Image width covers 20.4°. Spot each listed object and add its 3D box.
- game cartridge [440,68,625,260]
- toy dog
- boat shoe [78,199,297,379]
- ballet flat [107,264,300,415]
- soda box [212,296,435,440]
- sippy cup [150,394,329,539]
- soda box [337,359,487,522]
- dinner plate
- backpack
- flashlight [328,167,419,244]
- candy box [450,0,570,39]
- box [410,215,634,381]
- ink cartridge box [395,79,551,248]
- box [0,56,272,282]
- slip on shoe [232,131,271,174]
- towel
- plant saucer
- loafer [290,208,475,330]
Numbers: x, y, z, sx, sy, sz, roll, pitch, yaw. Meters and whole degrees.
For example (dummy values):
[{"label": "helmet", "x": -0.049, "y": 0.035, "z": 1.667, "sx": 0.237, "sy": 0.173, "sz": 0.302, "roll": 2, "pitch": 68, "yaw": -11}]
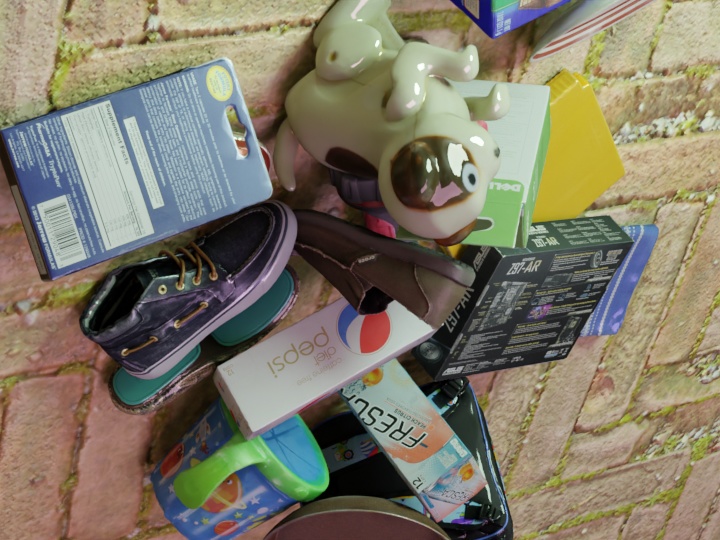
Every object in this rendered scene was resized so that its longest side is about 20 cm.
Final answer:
[{"label": "game cartridge", "x": 0.155, "y": -0.084, "z": 1.919, "sx": 0.200, "sy": 0.032, "sz": 0.177, "roll": -41, "pitch": 144, "yaw": -6}, {"label": "toy dog", "x": 0.031, "y": -0.113, "z": 1.625, "sx": 0.193, "sy": 0.200, "sz": 0.140, "roll": -36, "pitch": 143, "yaw": -8}, {"label": "boat shoe", "x": -0.144, "y": 0.006, "z": 1.695, "sx": 0.200, "sy": 0.071, "sz": 0.091, "roll": -45, "pitch": 143, "yaw": 3}, {"label": "ballet flat", "x": -0.135, "y": 0.060, "z": 1.777, "sx": 0.199, "sy": 0.068, "sz": 0.075, "roll": -36, "pitch": 166, "yaw": 2}, {"label": "soda box", "x": -0.029, "y": 0.071, "z": 1.772, "sx": 0.199, "sy": 0.068, "sz": 0.064, "roll": -29, "pitch": 173, "yaw": -13}, {"label": "sippy cup", "x": -0.119, "y": 0.186, "z": 1.864, "sx": 0.130, "sy": 0.140, "sz": 0.178, "roll": -38, "pitch": 136, "yaw": 15}, {"label": "soda box", "x": 0.036, "y": 0.139, "z": 1.888, "sx": 0.063, "sy": 0.200, "sz": 0.069, "roll": -37, "pitch": 144, "yaw": -5}, {"label": "dinner plate", "x": 0.231, "y": -0.240, "z": 1.760, "sx": 0.199, "sy": 0.024, "sz": 0.200, "roll": -28, "pitch": 177, "yaw": -2}, {"label": "backpack", "x": 0.041, "y": 0.219, "z": 2.001, "sx": 0.198, "sy": 0.184, "sz": 0.135, "roll": -17, "pitch": 158, "yaw": 4}, {"label": "flashlight", "x": 0.013, "y": -0.043, "z": 1.801, "sx": 0.201, "sy": 0.067, "sz": 0.068, "roll": 83, "pitch": 29, "yaw": -53}, {"label": "candy box", "x": 0.170, "y": -0.309, "z": 1.657, "sx": 0.199, "sy": 0.077, "sz": 0.170, "roll": -29, "pitch": 144, "yaw": -20}, {"label": "box", "x": 0.161, "y": 0.026, "z": 1.973, "sx": 0.199, "sy": 0.044, "sz": 0.161, "roll": -7, "pitch": 134, "yaw": -43}, {"label": "ink cartridge box", "x": 0.099, "y": -0.076, "z": 1.716, "sx": 0.103, "sy": 0.201, "sz": 0.060, "roll": 6, "pitch": 138, "yaw": 11}, {"label": "box", "x": -0.174, "y": -0.081, "z": 1.553, "sx": 0.199, "sy": 0.032, "sz": 0.122, "roll": -21, "pitch": 97, "yaw": -25}, {"label": "slip on shoe", "x": -0.154, "y": -0.064, "z": 1.624, "sx": 0.199, "sy": 0.061, "sz": 0.075, "roll": -14, "pitch": 134, "yaw": -35}, {"label": "towel", "x": 0.220, "y": 0.020, "z": 2.088, "sx": 0.199, "sy": 0.024, "sz": 0.146, "roll": -8, "pitch": 132, "yaw": -37}, {"label": "plant saucer", "x": 0.000, "y": 0.268, "z": 1.884, "sx": 0.198, "sy": 0.035, "sz": 0.201, "roll": 3, "pitch": 140, "yaw": 2}, {"label": "loafer", "x": 0.000, "y": 0.000, "z": 1.712, "sx": 0.073, "sy": 0.199, "sz": 0.072, "roll": 24, "pitch": 85, "yaw": -56}]
